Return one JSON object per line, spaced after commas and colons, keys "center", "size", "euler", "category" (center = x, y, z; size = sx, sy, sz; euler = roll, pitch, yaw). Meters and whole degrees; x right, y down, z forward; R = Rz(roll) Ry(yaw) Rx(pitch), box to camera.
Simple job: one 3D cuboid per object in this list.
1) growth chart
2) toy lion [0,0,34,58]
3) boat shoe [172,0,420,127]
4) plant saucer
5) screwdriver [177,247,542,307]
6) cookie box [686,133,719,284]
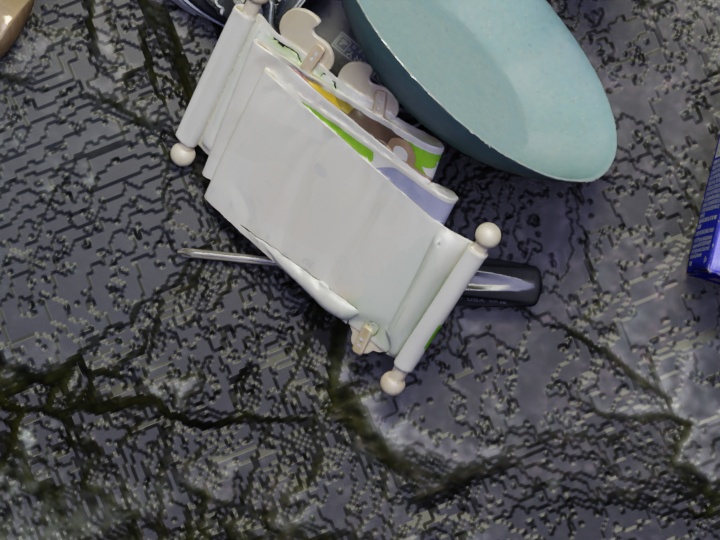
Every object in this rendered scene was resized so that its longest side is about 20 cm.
{"center": [-0.015, -0.046, 1.535], "size": [0.200, 0.018, 0.145], "euler": [46, 127, 10], "category": "growth chart"}
{"center": [-0.189, -0.176, 1.487], "size": [0.069, 0.192, 0.200], "euler": [33, 96, -2], "category": "toy lion"}
{"center": [-0.040, -0.145, 1.564], "size": [0.200, 0.068, 0.072], "euler": [39, 86, -2], "category": "boat shoe"}
{"center": [0.050, -0.115, 1.526], "size": [0.201, 0.201, 0.039], "euler": [48, 117, -1], "category": "plant saucer"}
{"center": [0.000, 0.000, 1.591], "size": [0.199, 0.029, 0.028], "euler": [5, 88, 5], "category": "screwdriver"}
{"center": [0.284, -0.074, 1.578], "size": [0.171, 0.075, 0.201], "euler": [15, 88, -5], "category": "cookie box"}
